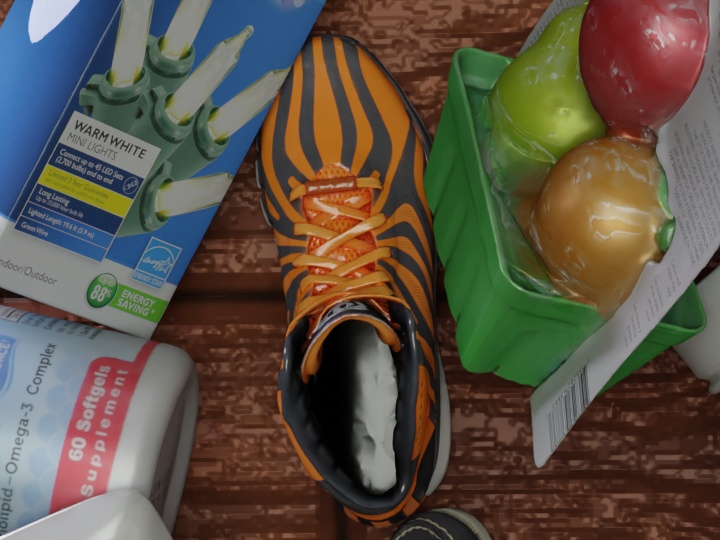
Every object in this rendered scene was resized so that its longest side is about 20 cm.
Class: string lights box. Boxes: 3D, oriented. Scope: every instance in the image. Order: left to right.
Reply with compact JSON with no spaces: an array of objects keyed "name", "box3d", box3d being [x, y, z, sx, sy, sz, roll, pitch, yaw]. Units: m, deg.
[{"name":"string lights box","box3d":[-0.086,-0.083,1.090,0.059,0.103,0.201,32,97,40]}]

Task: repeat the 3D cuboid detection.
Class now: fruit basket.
[{"name":"fruit basket","box3d":[0.104,-0.054,1.024,0.093,0.186,0.200,19,129,-27]}]

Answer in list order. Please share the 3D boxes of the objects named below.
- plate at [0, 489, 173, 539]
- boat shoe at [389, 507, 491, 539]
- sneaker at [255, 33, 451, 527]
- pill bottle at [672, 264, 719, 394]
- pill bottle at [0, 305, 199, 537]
[{"name":"plate","box3d":[-0.137,0.197,1.075,0.199,0.032,0.200,-22,123,4]},{"name":"boat shoe","box3d":[0.004,0.188,1.089,0.072,0.063,0.201,12,83,38]},{"name":"sneaker","box3d":[0.000,0.000,1.087,0.077,0.112,0.201,-12,86,3]},{"name":"pill bottle","box3d":[0.211,0.068,1.068,0.114,0.114,0.200,-40,85,2]},{"name":"pill bottle","box3d":[-0.171,0.062,1.100,0.199,0.109,0.109,12,89,5]}]
